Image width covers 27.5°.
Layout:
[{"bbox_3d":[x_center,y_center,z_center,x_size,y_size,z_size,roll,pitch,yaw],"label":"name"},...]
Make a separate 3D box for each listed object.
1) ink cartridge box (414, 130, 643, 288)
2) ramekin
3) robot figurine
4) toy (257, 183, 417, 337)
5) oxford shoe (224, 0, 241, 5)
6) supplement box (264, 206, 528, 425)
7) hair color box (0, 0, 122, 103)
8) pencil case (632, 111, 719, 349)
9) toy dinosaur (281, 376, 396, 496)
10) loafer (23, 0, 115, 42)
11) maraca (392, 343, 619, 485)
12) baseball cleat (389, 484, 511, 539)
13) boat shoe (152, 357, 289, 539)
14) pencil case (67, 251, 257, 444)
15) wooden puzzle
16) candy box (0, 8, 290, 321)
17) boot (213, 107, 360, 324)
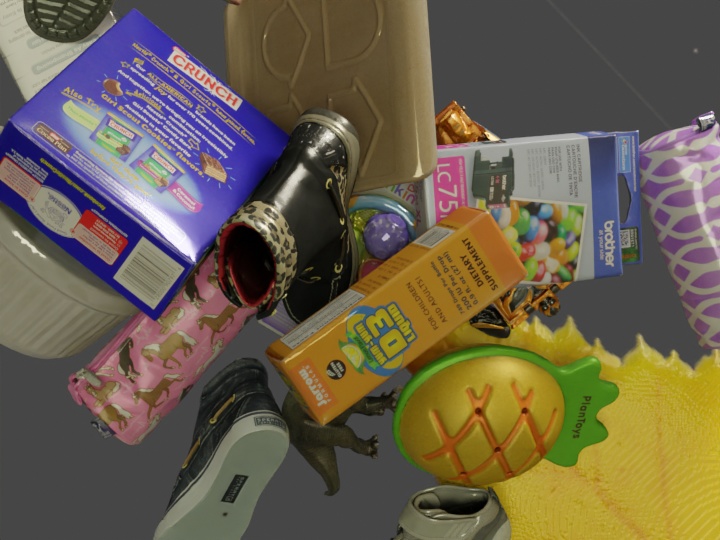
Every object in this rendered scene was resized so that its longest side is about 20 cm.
[{"bbox_3d":[0.144,-0.049,1.206,0.199,0.042,0.120,-6,100,-14],"label":"ink cartridge box"},{"bbox_3d":[-0.268,-0.018,1.192,0.202,0.202,0.094,44,105,-6],"label":"ramekin"},{"bbox_3d":[0.106,-0.036,1.262,0.145,0.058,0.200,-40,96,8],"label":"robot figurine"},{"bbox_3d":[0.000,0.000,1.239,0.115,0.047,0.201,31,116,1],"label":"toy"},{"bbox_3d":[-0.163,-0.303,1.219,0.200,0.071,0.074,42,91,-6],"label":"oxford shoe"},{"bbox_3d":[0.027,0.033,1.133,0.200,0.069,0.067,-36,104,-7],"label":"supplement box"},{"bbox_3d":[-0.256,-0.210,1.231,0.099,0.061,0.201,-26,96,2],"label":"hair color box"},{"bbox_3d":[0.298,-0.033,1.263,0.085,0.084,0.201,-25,100,-38],"label":"pencil case"},{"bbox_3d":[-0.026,0.114,1.256,0.102,0.077,0.200,9,139,-8],"label":"toy dinosaur"},{"bbox_3d":[-0.214,-0.277,1.166,0.075,0.070,0.201,17,109,-16],"label":"loafer"},{"bbox_3d":[0.124,0.123,1.260,0.199,0.107,0.138,1,123,-14],"label":"maraca"},{"bbox_3d":[0.033,0.246,1.277,0.199,0.070,0.107,-31,132,-6],"label":"baseball cleat"},{"bbox_3d":[-0.124,0.170,1.279,0.071,0.091,0.201,17,125,-29],"label":"boat shoe"},{"bbox_3d":[-0.159,0.053,1.253,0.083,0.087,0.200,43,93,9],"label":"pencil case"},{"bbox_3d":[-0.022,-0.151,1.205,0.199,0.046,0.187,-8,84,37],"label":"wooden puzzle"},{"bbox_3d":[-0.164,-0.085,1.119,0.169,0.200,0.077,39,129,-5],"label":"candy box"},{"bbox_3d":[-0.060,-0.006,1.133,0.073,0.154,0.204,18,131,15],"label":"boot"}]
